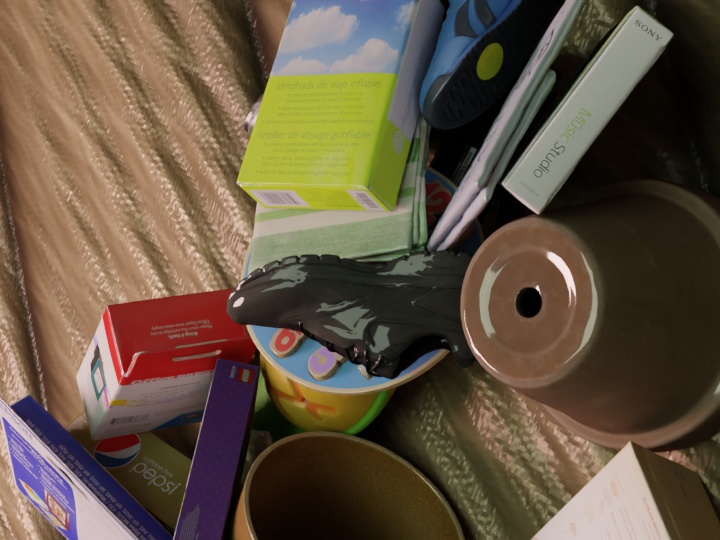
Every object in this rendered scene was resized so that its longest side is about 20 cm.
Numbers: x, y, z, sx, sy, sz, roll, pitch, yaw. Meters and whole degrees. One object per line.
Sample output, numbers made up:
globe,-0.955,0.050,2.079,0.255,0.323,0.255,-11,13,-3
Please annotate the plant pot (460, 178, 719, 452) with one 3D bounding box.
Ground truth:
plant pot,0.165,0.028,1.085,0.200,0.174,0.201,-4,83,38

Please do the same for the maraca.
maraca,-0.034,0.081,1.287,0.200,0.107,0.137,-55,53,32

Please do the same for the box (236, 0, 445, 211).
box,-0.011,-0.145,1.206,0.122,0.048,0.201,3,68,31

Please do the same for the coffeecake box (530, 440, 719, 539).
coffeecake box,0.168,0.246,1.086,0.200,0.073,0.154,-49,31,25

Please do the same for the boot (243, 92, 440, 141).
boot,-0.013,-0.139,1.299,0.200,0.068,0.131,-41,75,31

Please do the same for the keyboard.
keyboard,0.101,-0.071,1.240,0.104,0.040,0.200,34,98,44

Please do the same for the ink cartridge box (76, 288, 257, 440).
ink cartridge box,-0.166,0.075,1.337,0.200,0.116,0.067,127,130,-58

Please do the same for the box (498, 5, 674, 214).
box,0.150,-0.109,1.087,0.036,0.200,0.145,37,95,-1

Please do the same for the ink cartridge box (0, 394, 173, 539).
ink cartridge box,-0.238,0.202,1.376,0.198,0.047,0.200,42,152,18

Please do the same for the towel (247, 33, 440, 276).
towel,-0.010,-0.093,1.223,0.152,0.023,0.201,-7,63,27

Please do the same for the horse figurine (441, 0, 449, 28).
horse figurine,0.018,-0.228,1.312,0.200,0.050,0.133,24,93,41

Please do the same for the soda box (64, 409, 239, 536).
soda box,-0.191,0.195,1.413,0.200,0.064,0.068,27,147,38

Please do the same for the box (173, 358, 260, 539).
box,-0.121,0.191,1.257,0.137,0.039,0.201,104,177,-55

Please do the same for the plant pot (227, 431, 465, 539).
plant pot,-0.041,0.264,1.242,0.187,0.186,0.200,53,131,30

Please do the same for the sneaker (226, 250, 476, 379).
sneaker,-0.002,0.035,1.139,0.199,0.076,0.091,-3,77,14

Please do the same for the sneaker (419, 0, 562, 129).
sneaker,0.095,-0.198,1.205,0.078,0.066,0.200,27,78,34

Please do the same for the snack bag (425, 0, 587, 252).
snack bag,0.112,-0.111,1.110,0.021,0.189,0.200,29,74,0

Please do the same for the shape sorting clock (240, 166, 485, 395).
shape sorting clock,0.000,0.000,1.208,0.199,0.039,0.201,-7,62,12
